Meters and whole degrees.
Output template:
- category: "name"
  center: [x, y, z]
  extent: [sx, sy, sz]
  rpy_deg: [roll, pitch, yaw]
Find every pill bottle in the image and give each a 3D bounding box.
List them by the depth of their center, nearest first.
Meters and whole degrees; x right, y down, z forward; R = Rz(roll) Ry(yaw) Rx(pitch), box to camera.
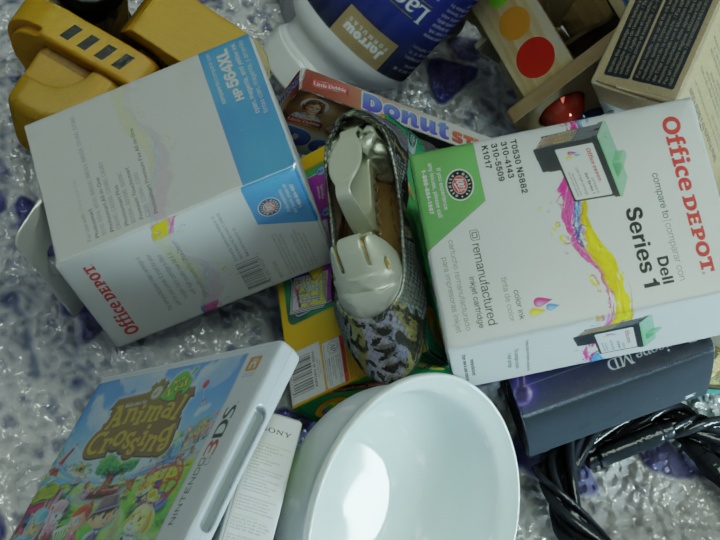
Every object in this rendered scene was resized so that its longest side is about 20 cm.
- category: "pill bottle"
  center: [0.019, -0.216, 1.205]
  extent: [0.115, 0.200, 0.116]
  rpy_deg: [38, 21, -17]

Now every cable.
- category: "cable"
  center: [0.223, 0.165, 1.131]
  extent: [0.197, 0.051, 0.165]
  rpy_deg: [18, 57, -4]

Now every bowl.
- category: "bowl"
  center: [0.010, 0.163, 1.026]
  extent: [0.199, 0.090, 0.204]
  rpy_deg: [-8, 102, -43]

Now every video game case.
- category: "video game case"
  center: [-0.144, 0.133, 0.976]
  extent: [0.022, 0.199, 0.183]
  rpy_deg: [45, 52, -27]

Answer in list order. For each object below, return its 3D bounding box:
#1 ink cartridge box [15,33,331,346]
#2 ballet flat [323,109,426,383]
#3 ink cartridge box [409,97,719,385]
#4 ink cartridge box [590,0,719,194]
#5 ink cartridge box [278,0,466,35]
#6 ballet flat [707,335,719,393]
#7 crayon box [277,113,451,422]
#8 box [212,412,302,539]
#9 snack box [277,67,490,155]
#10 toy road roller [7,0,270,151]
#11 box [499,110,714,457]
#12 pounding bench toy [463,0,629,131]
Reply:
- category: "ink cartridge box"
  center: [-0.138, -0.050, 1.079]
  extent: [0.198, 0.129, 0.126]
  rpy_deg: [-21, 58, 1]
- category: "ballet flat"
  center: [0.002, -0.023, 1.048]
  extent: [0.071, 0.072, 0.203]
  rpy_deg: [3, 63, -14]
- category: "ink cartridge box"
  center: [0.143, -0.019, 1.029]
  extent: [0.197, 0.084, 0.147]
  rpy_deg: [-12, 67, 3]
- category: "ink cartridge box"
  center: [0.260, -0.156, 1.178]
  extent: [0.074, 0.200, 0.166]
  rpy_deg: [19, 74, 29]
- category: "ink cartridge box"
  center: [-0.005, -0.294, 1.343]
  extent: [0.160, 0.057, 0.202]
  rpy_deg: [-6, 67, -18]
- category: "ballet flat"
  center: [0.322, 0.066, 1.204]
  extent: [0.197, 0.071, 0.072]
  rpy_deg: [7, 58, -15]
- category: "crayon box"
  center: [0.000, 0.000, 1.123]
  extent: [0.058, 0.118, 0.202]
  rpy_deg: [31, 42, -49]
- category: "box"
  center: [-0.089, 0.207, 0.965]
  extent: [0.036, 0.145, 0.202]
  rpy_deg: [19, 56, -5]
- category: "snack box"
  center: [0.026, -0.098, 1.192]
  extent: [0.198, 0.072, 0.025]
  rpy_deg: [18, 54, -22]
- category: "toy road roller"
  center: [-0.179, -0.139, 1.165]
  extent: [0.198, 0.123, 0.147]
  rpy_deg: [30, 71, 4]
- category: "box"
  center: [0.155, 0.011, 1.119]
  extent: [0.146, 0.105, 0.202]
  rpy_deg: [-20, 67, 1]
- category: "pounding bench toy"
  center: [0.196, -0.211, 1.242]
  extent: [0.124, 0.199, 0.157]
  rpy_deg: [17, 41, -60]
